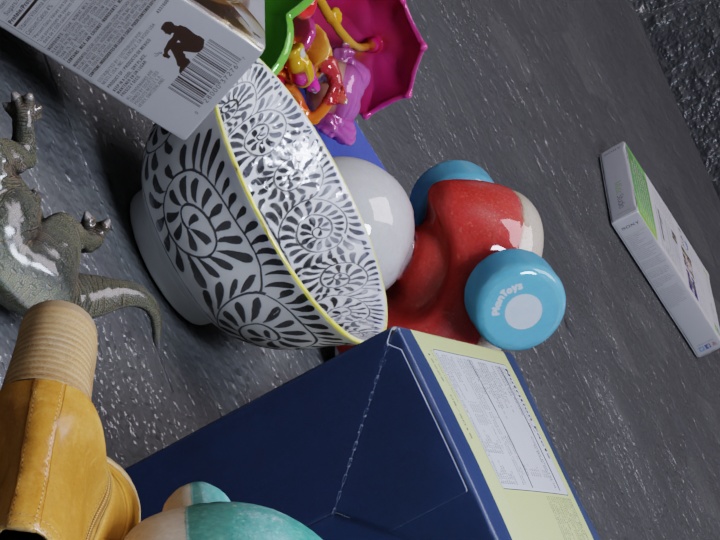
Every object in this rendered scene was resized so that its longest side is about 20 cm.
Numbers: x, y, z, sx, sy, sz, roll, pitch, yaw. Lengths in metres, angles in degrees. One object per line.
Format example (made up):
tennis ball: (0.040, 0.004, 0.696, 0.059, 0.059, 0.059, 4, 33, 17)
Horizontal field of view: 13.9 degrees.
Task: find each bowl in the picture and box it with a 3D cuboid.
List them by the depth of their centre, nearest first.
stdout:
bowl: (-0.074, -0.027, 1.732, 0.201, 0.094, 0.201, 56, 17, -27)

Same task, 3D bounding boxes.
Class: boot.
boot: (-0.138, 0.126, 1.257, 0.201, 0.071, 0.144, 92, 3, -46)

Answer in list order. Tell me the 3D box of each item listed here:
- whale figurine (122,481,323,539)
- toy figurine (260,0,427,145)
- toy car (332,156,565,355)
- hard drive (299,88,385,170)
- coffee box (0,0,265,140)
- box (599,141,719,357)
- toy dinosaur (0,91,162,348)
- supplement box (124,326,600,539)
whale figurine: (-0.044, 0.168, 1.281, 0.200, 0.104, 0.159, 71, 8, -77)
toy figurine: (-0.027, -0.156, 2.018, 0.184, 0.150, 0.200, 43, 47, -47)
toy car: (0.000, 0.000, 1.901, 0.200, 0.177, 0.184, 23, 18, -22)
hard drive: (-0.023, -0.067, 2.096, 0.132, 0.025, 0.200, 58, 16, -18)
coffee box: (-0.154, -0.175, 1.622, 0.200, 0.080, 0.113, 32, 29, -22)
box: (0.319, -0.022, 3.130, 0.200, 0.036, 0.144, 56, 17, -28)
toy dinosaur: (-0.175, -0.021, 1.471, 0.200, 0.077, 0.102, 61, 26, -27)
supplement box: (-0.007, 0.136, 1.475, 0.134, 0.200, 0.200, 66, 15, 13)
